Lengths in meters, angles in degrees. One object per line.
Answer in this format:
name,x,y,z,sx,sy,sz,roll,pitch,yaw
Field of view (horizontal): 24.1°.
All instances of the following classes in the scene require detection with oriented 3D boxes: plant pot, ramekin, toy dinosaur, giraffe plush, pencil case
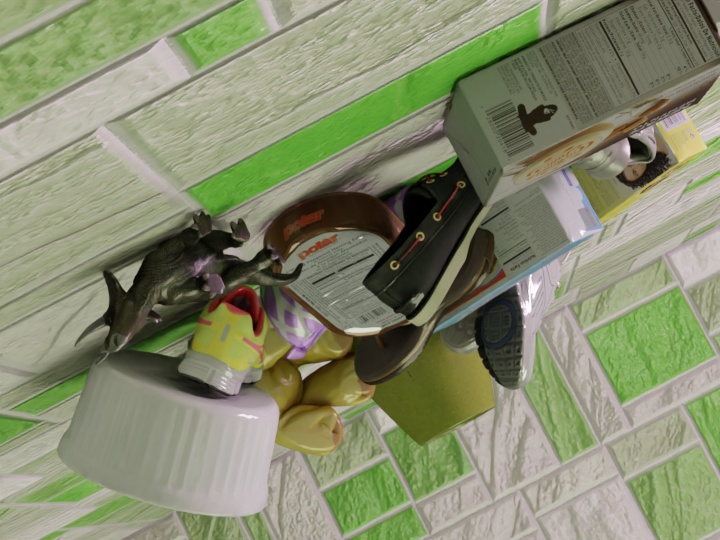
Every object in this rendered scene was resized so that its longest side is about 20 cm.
plant pot,0.058,0.081,1.833,0.186,0.201,0.187,-26,171,-4
ramekin,-0.170,0.145,1.555,0.200,0.199,0.098,-3,110,-70
toy dinosaur,-0.126,-0.001,1.291,0.102,0.077,0.200,-19,-177,39
giraffe plush,-0.107,0.119,1.780,0.200,0.173,0.162,-38,-163,-18
pencil case,0.000,0.000,1.566,0.200,0.086,0.084,-32,162,27

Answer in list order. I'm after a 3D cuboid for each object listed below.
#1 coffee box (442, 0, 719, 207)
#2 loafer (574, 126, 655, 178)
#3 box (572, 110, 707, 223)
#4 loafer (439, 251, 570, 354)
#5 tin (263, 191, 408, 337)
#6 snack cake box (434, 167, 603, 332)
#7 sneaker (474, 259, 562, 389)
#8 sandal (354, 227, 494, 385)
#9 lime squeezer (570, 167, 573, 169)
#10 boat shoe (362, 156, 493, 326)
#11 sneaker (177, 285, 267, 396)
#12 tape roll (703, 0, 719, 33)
coffee box,0.173,-0.138,1.311,0.199,0.080,0.114,-26,171,-9
loafer,0.216,-0.119,1.535,0.070,0.070,0.200,-34,169,35
box,0.285,-0.113,1.825,0.050,0.076,0.200,-25,170,-31
loafer,0.160,0.015,1.773,0.200,0.070,0.070,-46,150,-14
tin,-0.005,-0.002,1.445,0.112,0.042,0.200,-29,146,13
snack cake box,0.120,-0.036,1.617,0.200,0.115,0.067,-34,172,38
sneaker,0.167,0.019,1.694,0.087,0.201,0.074,3,180,-38
sandal,0.050,0.028,1.587,0.054,0.082,0.200,25,129,-26
lime squeezer,0.178,-0.098,1.754,0.071,0.038,0.200,-61,164,8
boat shoe,0.069,-0.052,1.375,0.202,0.063,0.074,-60,-170,-26
sneaker,-0.116,0.056,1.585,0.200,0.078,0.091,-100,-148,-82
tape roll,0.327,-0.223,1.436,0.202,0.037,0.203,-26,171,-5
